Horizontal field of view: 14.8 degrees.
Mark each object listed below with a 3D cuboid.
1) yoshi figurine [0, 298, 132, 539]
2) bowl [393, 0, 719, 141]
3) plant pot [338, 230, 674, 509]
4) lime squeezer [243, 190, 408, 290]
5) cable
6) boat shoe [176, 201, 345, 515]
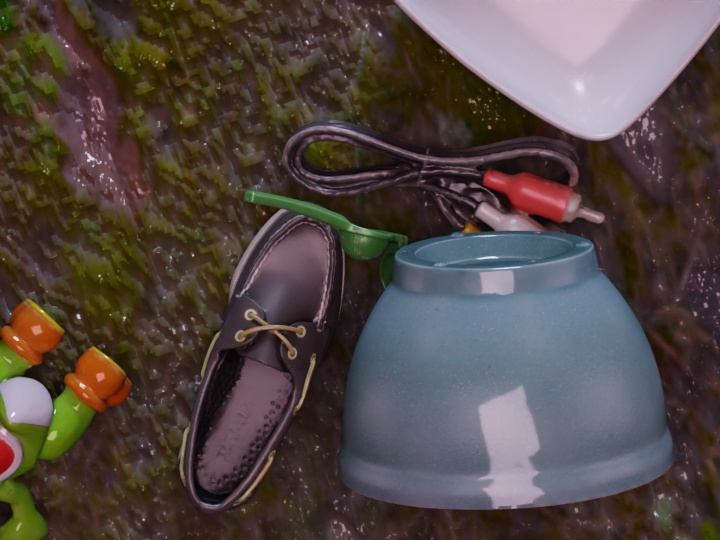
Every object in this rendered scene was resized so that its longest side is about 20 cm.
[{"bbox_3d":[-0.234,0.122,1.711,0.200,0.112,0.112,-52,137,-9],"label":"yoshi figurine"},{"bbox_3d":[0.126,-0.201,1.678,0.200,0.075,0.200,38,94,-7],"label":"bowl"},{"bbox_3d":[0.082,0.050,1.639,0.200,0.200,0.134,-5,101,-1],"label":"plant pot"},{"bbox_3d":[0.000,0.000,1.702,0.071,0.038,0.200,-39,124,-6],"label":"lime squeezer"},{"bbox_3d":[0.054,-0.054,1.699,0.200,0.050,0.097,21,119,-7],"label":"cable"},{"bbox_3d":[-0.058,0.056,1.710,0.072,0.061,0.201,19,96,-4],"label":"boat shoe"}]
